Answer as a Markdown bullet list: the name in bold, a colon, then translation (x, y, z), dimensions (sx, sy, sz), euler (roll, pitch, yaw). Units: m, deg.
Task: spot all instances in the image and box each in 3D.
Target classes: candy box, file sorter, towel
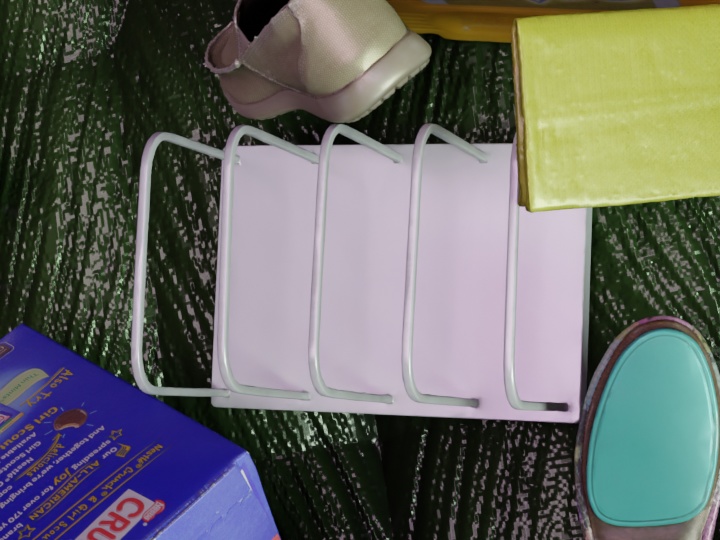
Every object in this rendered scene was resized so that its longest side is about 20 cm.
- **candy box**: translation (-0.163, 0.129, 0.877), dimensions (0.169, 0.077, 0.200), euler (-39, 38, -25)
- **file sorter**: translation (0.000, 0.000, 0.879), dimensions (0.200, 0.124, 0.139), euler (1, 85, 21)
- **towel**: translation (0.160, -0.077, 0.810), dimensions (0.200, 0.018, 0.086), euler (-7, 96, -20)

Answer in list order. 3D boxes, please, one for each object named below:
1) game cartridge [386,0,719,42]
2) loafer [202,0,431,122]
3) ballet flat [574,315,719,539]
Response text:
- **game cartridge**: translation (0.077, -0.143, 0.821), dimensions (0.176, 0.200, 0.033), euler (5, 78, 21)
- **loafer**: translation (-0.029, -0.118, 0.876), dimensions (0.076, 0.200, 0.068), euler (-38, 109, -15)
- **ballet flat**: translation (0.136, 0.118, 0.844), dimensions (0.069, 0.071, 0.201), euler (-2, 95, 9)
